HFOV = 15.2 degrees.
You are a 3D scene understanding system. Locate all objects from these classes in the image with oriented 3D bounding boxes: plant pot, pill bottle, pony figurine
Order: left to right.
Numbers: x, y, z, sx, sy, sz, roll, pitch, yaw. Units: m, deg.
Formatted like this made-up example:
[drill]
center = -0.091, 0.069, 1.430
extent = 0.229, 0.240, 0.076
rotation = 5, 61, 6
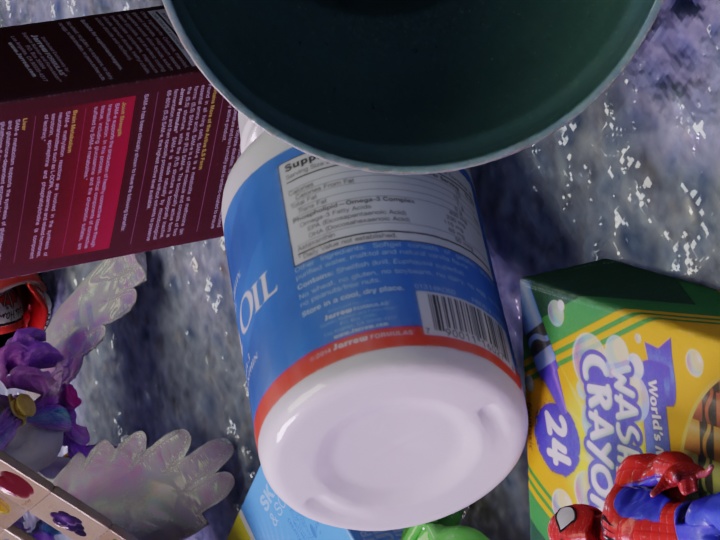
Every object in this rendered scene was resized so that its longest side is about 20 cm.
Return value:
[pony figurine]
center = -0.183, 0.091, 1.461
extent = 0.193, 0.200, 0.167
rotation = -38, 60, 39
[pill bottle]
center = 0.000, 0.000, 1.142
extent = 0.112, 0.112, 0.200
rotation = 112, 156, -43
[plant pot]
center = 0.013, -0.150, 1.052
extent = 0.134, 0.200, 0.201
rotation = -115, 22, -73

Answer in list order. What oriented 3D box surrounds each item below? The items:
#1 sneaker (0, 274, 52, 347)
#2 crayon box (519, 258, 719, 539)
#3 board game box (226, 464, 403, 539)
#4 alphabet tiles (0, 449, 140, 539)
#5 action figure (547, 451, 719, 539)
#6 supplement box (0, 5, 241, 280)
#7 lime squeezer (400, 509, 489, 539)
[sneaker]
center = -0.220, -0.035, 1.564
extent = 0.108, 0.067, 0.202
rotation = 43, 138, 42
[crayon box]
center = 0.139, 0.076, 1.032
extent = 0.200, 0.051, 0.126
rotation = 17, 115, 55
[board game box]
center = -0.016, 0.185, 1.331
extent = 0.153, 0.040, 0.200
rotation = 58, 144, 30
[alphabet tiles]
center = -0.151, 0.166, 1.388
extent = 0.167, 0.008, 0.200
rotation = 34, 148, -12
[action figure]
center = 0.130, 0.096, 0.962
extent = 0.200, 0.052, 0.066
rotation = -3, 101, 61
[supplement box]
center = -0.133, -0.062, 1.282
extent = 0.061, 0.199, 0.109
rotation = 51, 139, 39
[lime squeezer]
center = 0.049, 0.110, 1.146
extent = 0.200, 0.070, 0.038
rotation = -125, 37, -47
